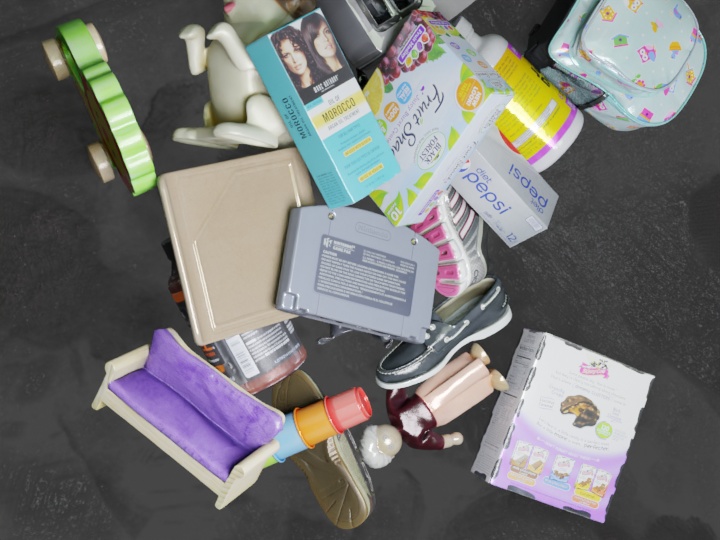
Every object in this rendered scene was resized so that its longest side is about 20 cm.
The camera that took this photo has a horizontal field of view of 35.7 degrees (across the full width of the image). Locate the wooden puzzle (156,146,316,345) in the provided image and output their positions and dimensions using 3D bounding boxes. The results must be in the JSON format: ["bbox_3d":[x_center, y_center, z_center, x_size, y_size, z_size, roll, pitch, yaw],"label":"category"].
[{"bbox_3d":[-0.123,-0.030,1.225,0.200,0.037,0.186,-17,97,-39],"label":"wooden puzzle"}]

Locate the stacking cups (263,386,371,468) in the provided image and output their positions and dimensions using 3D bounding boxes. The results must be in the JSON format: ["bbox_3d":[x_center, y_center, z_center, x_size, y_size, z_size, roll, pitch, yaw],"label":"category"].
[{"bbox_3d":[-0.083,0.189,1.295,0.200,0.061,0.061,-24,98,8],"label":"stacking cups"}]

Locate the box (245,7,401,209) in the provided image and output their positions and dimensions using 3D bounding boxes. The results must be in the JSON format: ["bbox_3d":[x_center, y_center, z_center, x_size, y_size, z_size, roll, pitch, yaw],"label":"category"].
[{"bbox_3d":[-0.038,-0.174,1.213,0.082,0.049,0.200,-36,104,-34],"label":"box"}]

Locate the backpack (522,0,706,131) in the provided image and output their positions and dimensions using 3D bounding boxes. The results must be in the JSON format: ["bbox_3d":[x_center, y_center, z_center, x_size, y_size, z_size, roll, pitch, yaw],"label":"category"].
[{"bbox_3d":[0.332,-0.273,1.390,0.200,0.153,0.176,36,77,-20],"label":"backpack"}]

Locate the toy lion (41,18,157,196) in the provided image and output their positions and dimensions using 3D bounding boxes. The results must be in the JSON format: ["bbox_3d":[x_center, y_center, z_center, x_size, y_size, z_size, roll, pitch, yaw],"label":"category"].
[{"bbox_3d":[-0.273,-0.176,1.199,0.069,0.192,0.200,-25,97,-14],"label":"toy lion"}]

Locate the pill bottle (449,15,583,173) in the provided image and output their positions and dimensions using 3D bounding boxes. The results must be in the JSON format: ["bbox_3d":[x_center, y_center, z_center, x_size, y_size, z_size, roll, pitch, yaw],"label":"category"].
[{"bbox_3d":[0.170,-0.217,1.367,0.200,0.104,0.104,40,81,-13],"label":"pill bottle"}]

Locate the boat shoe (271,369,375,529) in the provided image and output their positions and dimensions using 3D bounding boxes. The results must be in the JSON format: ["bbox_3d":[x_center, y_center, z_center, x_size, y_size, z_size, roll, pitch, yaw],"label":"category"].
[{"bbox_3d":[-0.044,0.211,1.341,0.073,0.065,0.200,-26,81,18],"label":"boat shoe"}]

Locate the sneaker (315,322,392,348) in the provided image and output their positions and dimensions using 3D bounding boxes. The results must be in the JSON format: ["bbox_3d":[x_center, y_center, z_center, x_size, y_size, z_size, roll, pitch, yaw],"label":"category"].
[{"bbox_3d":[-0.026,0.021,1.333,0.200,0.078,0.140,33,82,-14],"label":"sneaker"}]

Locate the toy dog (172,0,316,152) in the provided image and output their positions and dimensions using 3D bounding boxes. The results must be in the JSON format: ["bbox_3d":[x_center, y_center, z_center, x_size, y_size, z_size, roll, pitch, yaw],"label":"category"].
[{"bbox_3d":[-0.110,-0.238,1.274,0.193,0.139,0.201,6,90,-28],"label":"toy dog"}]

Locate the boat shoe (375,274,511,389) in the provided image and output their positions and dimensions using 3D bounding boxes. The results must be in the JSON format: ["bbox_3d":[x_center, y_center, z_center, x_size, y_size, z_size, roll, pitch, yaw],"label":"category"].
[{"bbox_3d":[0.096,0.072,1.366,0.200,0.076,0.060,-34,124,-23],"label":"boat shoe"}]

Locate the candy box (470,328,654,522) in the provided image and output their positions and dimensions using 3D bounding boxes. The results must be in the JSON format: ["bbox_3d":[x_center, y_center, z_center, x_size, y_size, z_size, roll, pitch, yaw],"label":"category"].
[{"bbox_3d":[0.257,0.195,1.420,0.167,0.072,0.200,22,86,-15],"label":"candy box"}]

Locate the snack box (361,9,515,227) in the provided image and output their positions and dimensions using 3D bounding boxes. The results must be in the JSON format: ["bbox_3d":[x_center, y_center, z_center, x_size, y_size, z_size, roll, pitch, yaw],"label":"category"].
[{"bbox_3d":[0.064,-0.169,1.257,0.053,0.200,0.142,-12,55,-48],"label":"snack box"}]

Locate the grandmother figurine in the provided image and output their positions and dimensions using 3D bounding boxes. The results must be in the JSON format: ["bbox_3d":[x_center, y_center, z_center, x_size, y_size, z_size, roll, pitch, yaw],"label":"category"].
[{"bbox_3d":[0.079,0.170,1.376,0.200,0.061,0.121,-36,79,-14],"label":"grandmother figurine"}]

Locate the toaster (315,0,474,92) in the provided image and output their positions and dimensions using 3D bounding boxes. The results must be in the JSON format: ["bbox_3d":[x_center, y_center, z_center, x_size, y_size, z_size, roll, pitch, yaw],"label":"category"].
[{"bbox_3d":[0.035,-0.346,1.319,0.181,0.119,0.200,-35,100,-11],"label":"toaster"}]

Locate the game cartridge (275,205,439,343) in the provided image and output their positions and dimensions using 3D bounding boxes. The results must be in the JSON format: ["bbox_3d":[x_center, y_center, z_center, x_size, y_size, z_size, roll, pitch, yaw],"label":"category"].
[{"bbox_3d":[0.000,0.000,1.269,0.200,0.041,0.134,16,72,-33],"label":"game cartridge"}]

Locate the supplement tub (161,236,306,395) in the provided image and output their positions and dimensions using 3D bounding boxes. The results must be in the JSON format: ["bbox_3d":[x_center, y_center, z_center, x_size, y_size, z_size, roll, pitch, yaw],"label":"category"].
[{"bbox_3d":[-0.151,0.039,1.284,0.107,0.107,0.200,-30,98,-13],"label":"supplement tub"}]

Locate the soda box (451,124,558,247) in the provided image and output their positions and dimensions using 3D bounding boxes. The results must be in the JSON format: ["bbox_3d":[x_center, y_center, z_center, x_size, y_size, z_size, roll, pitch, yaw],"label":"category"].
[{"bbox_3d":[0.147,-0.126,1.339,0.200,0.063,0.068,45,44,-17],"label":"soda box"}]

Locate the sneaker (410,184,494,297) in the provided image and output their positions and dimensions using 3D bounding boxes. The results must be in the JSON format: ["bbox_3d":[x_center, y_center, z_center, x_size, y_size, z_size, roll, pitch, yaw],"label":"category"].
[{"bbox_3d":[0.109,-0.068,1.373,0.087,0.074,0.200,-9,78,-42],"label":"sneaker"}]

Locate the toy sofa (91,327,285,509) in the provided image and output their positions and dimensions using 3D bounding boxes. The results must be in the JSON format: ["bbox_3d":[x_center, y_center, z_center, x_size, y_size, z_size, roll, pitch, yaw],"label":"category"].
[{"bbox_3d":[-0.189,0.158,1.233,0.200,0.083,0.098,36,115,14],"label":"toy sofa"}]
